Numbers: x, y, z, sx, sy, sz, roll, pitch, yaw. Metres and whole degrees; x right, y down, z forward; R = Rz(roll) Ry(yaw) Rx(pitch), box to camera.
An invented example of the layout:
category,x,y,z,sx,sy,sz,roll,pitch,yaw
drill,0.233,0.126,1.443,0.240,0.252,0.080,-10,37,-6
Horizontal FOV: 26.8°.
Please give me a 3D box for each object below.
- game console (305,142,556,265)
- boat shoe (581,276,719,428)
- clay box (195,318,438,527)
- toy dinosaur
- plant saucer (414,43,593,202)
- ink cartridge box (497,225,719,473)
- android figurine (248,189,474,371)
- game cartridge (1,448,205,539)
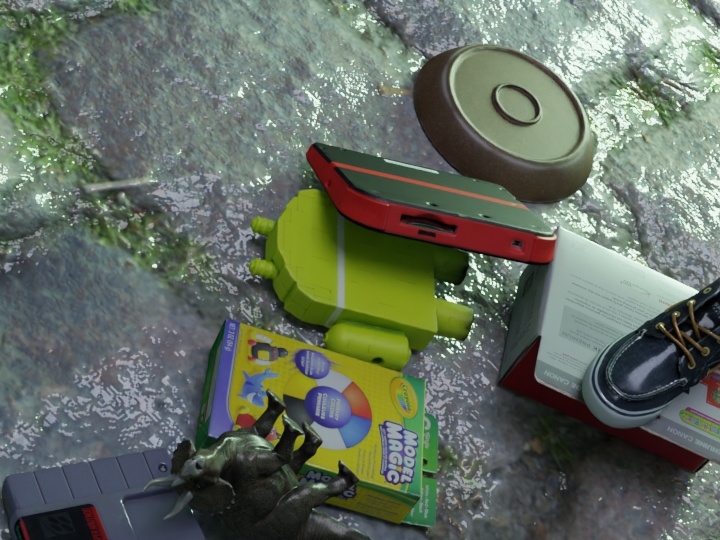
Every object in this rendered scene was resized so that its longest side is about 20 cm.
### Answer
category,x,y,z,sx,sy,sz,roll,pitch,yaw
game console,0.061,-0.059,1.314,0.198,0.031,0.177,12,15,-19
boat shoe,0.265,0.054,1.230,0.199,0.091,0.071,-26,70,-37
clay box,-0.024,0.120,1.169,0.198,0.048,0.116,17,46,-14
toy dinosaur,-0.067,0.155,1.079,0.200,0.102,0.077,46,0,-42
plant saucer,0.150,-0.156,1.496,0.199,0.035,0.201,15,48,-17
ink cartridge box,0.228,0.085,1.306,0.199,0.084,0.176,25,48,-7
android figurine,0.000,0.000,1.285,0.198,0.041,0.183,13,50,-19
game cartridge,-0.157,0.213,1.020,0.129,0.039,0.201,-3,48,-35
